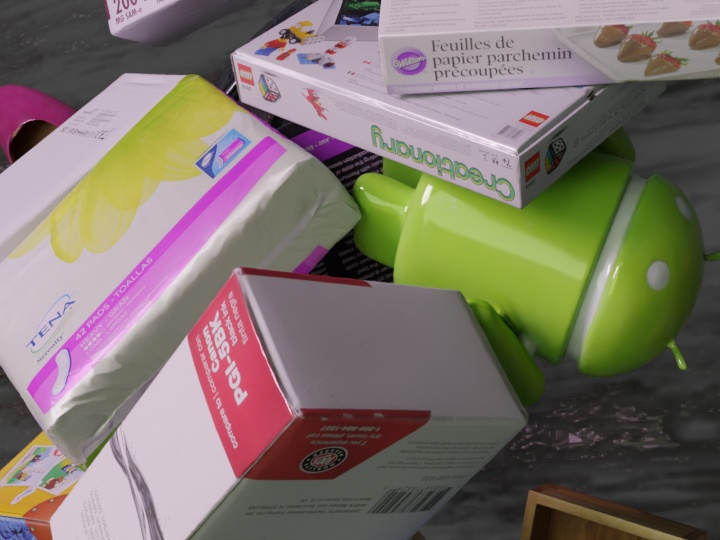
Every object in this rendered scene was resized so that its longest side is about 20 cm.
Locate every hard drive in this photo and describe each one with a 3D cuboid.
[{"bbox_3d":[-0.198,-0.054,0.866,0.200,0.027,0.131,-43,26,-18],"label":"hard drive"}]

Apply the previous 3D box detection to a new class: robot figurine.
[{"bbox_3d":[0.095,-0.016,0.739,0.198,0.116,0.177,22,64,11],"label":"robot figurine"}]

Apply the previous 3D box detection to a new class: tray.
[{"bbox_3d":[0.129,0.234,0.778,0.098,0.037,0.203,13,96,30],"label":"tray"}]

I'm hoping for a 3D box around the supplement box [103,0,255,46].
[{"bbox_3d":[-0.133,-0.268,0.920,0.108,0.061,0.203,-19,79,30],"label":"supplement box"}]

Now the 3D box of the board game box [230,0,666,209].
[{"bbox_3d":[0.044,-0.105,0.718,0.199,0.126,0.035,25,138,38],"label":"board game box"}]

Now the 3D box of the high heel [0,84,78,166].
[{"bbox_3d":[-0.221,-0.068,0.951,0.200,0.096,0.068,42,110,24],"label":"high heel"}]

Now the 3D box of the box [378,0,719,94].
[{"bbox_3d":[0.108,-0.115,0.648,0.197,0.039,0.042,-2,50,8],"label":"box"}]

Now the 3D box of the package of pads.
[{"bbox_3d":[-0.115,-0.004,0.752,0.200,0.068,0.154,-46,40,-5],"label":"package of pads"}]

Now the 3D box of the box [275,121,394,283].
[{"bbox_3d":[0.000,0.000,0.824,0.142,0.036,0.202,-23,76,1],"label":"box"}]

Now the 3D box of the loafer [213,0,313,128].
[{"bbox_3d":[-0.076,-0.084,0.893,0.072,0.073,0.201,34,104,-13],"label":"loafer"}]

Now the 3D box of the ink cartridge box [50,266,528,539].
[{"bbox_3d":[-0.040,0.098,0.655,0.200,0.146,0.083,-50,51,32],"label":"ink cartridge box"}]

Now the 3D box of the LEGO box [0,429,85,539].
[{"bbox_3d":[-0.122,0.144,0.809,0.076,0.200,0.150,0,119,31],"label":"LEGO box"}]

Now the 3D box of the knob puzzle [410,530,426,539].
[{"bbox_3d":[-0.014,0.217,0.784,0.030,0.217,0.223,-23,77,61],"label":"knob puzzle"}]
